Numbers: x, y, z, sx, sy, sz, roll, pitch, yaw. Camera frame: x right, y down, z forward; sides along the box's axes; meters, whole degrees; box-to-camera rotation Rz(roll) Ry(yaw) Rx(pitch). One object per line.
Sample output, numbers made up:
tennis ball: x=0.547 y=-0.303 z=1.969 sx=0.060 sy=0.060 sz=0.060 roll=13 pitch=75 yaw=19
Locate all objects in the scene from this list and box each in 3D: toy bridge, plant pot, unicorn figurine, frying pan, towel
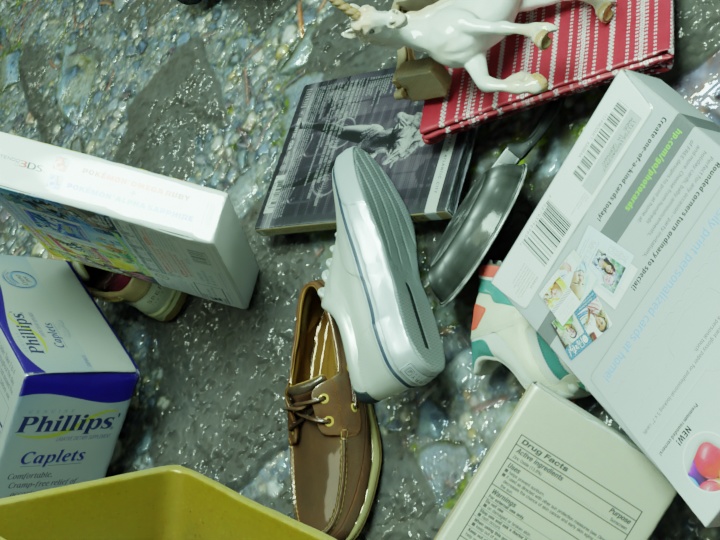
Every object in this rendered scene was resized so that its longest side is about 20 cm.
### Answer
toy bridge: x=0.059 y=-0.209 z=0.910 sx=0.067 sy=0.027 sz=0.200 roll=-3 pitch=53 yaw=37
plant pot: x=-0.152 y=0.268 z=0.801 sx=0.195 sy=0.194 sz=0.201 roll=15 pitch=103 yaw=43
unicorn figurine: x=0.084 y=-0.177 z=0.814 sx=0.137 sy=0.074 sz=0.200 roll=24 pitch=42 yaw=34
frying pan: x=0.098 y=-0.060 z=0.815 sx=0.190 sy=0.031 sz=0.115 roll=-60 pitch=3 yaw=3
towel: x=0.135 y=-0.172 z=0.864 sx=0.199 sy=0.022 sz=0.145 roll=-15 pitch=47 yaw=30

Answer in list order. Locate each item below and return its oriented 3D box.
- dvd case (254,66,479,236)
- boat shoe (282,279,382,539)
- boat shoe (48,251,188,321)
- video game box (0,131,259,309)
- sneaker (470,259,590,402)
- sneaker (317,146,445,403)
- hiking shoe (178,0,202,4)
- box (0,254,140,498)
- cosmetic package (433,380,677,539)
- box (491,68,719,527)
dvd case: x=0.010 y=-0.101 z=0.951 sx=0.200 sy=0.016 sz=0.149 roll=-4 pitch=59 yaw=40
boat shoe: x=-0.029 y=0.102 z=0.860 sx=0.072 sy=0.067 sz=0.201 roll=-14 pitch=61 yaw=35
boat shoe: x=-0.238 y=-0.010 z=1.094 sx=0.200 sy=0.066 sz=0.074 roll=15 pitch=79 yaw=44
video game box: x=-0.180 y=-0.034 z=0.918 sx=0.182 sy=0.200 sz=0.047 roll=13 pitch=76 yaw=5
sneaker: x=0.150 y=0.055 z=0.742 sx=0.199 sy=0.070 sz=0.094 roll=18 pitch=99 yaw=42
sneaker: x=0.000 y=0.000 z=0.835 sx=0.071 sy=0.073 sz=0.201 roll=-30 pitch=51 yaw=24
hiking shoe: x=-0.139 y=-0.300 z=1.160 sx=0.101 sy=0.076 sz=0.200 roll=-61 pitch=36 yaw=11
box: x=-0.293 y=0.117 z=1.013 sx=0.184 sy=0.105 sz=0.201 roll=46 pitch=122 yaw=43
cosmetic package: x=0.092 y=0.175 z=0.690 sx=0.105 sy=0.071 sz=0.200 roll=33 pitch=92 yaw=9
box: x=0.173 y=0.010 z=0.636 sx=0.200 sy=0.041 sz=0.156 roll=52 pitch=125 yaw=39
